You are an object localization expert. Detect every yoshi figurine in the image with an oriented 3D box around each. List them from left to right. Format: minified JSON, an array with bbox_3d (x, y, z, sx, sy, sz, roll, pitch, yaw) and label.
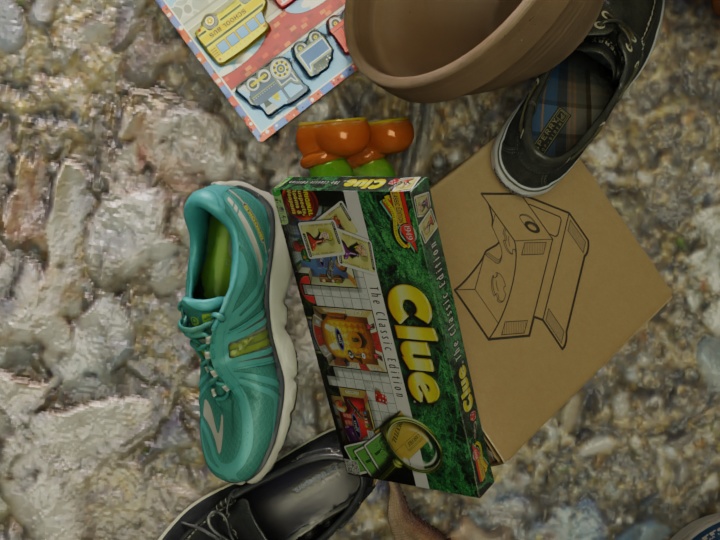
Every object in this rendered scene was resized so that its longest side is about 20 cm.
[{"bbox_3d":[0.015,0.000,0.805,0.111,0.112,0.202,-4,95,-8],"label":"yoshi figurine"}]

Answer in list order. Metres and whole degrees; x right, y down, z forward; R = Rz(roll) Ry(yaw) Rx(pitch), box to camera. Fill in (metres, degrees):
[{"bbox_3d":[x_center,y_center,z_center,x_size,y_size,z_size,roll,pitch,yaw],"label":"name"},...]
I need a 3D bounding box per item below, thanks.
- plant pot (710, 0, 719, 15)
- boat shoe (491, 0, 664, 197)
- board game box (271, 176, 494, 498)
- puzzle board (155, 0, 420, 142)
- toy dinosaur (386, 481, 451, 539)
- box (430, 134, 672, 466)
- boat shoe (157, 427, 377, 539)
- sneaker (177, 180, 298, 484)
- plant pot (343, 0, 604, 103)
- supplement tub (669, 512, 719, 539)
[{"bbox_3d":[0.233,-0.267,0.767,0.139,0.200,0.201,24,91,14],"label":"plant pot"},{"bbox_3d":[0.154,-0.135,0.801,0.068,0.057,0.201,32,71,-4],"label":"boat shoe"},{"bbox_3d":[0.014,0.040,0.731,0.104,0.023,0.202,1,116,35],"label":"board game box"},{"bbox_3d":[-0.035,-0.209,0.841,0.199,0.017,0.151,-37,92,0],"label":"puzzle board"},{"bbox_3d":[0.058,0.240,0.827,0.134,0.086,0.202,-4,75,-11],"label":"toy dinosaur"},{"bbox_3d":[0.102,0.003,0.793,0.200,0.021,0.164,-37,94,-34],"label":"box"},{"bbox_3d":[-0.073,0.179,0.828,0.199,0.062,0.075,-35,94,1],"label":"boat shoe"},{"bbox_3d":[-0.092,0.041,0.807,0.077,0.079,0.202,-4,86,31],"label":"sneaker"},{"bbox_3d":[0.089,-0.185,0.766,0.092,0.200,0.202,29,91,-37],"label":"plant pot"},{"bbox_3d":[0.266,0.235,0.767,0.143,0.200,0.146,0,92,-2],"label":"supplement tub"}]
